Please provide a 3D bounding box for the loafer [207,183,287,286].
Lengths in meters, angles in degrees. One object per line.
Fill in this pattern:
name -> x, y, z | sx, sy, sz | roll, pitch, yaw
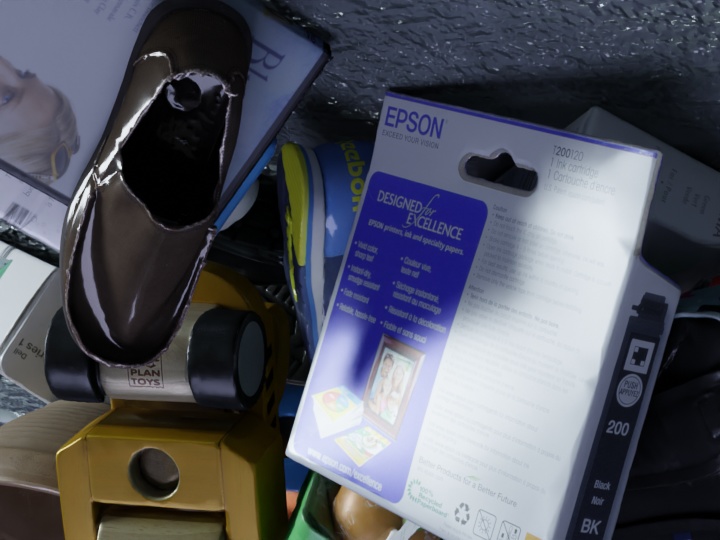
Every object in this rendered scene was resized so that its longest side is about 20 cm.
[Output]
loafer -> -0.120, -0.036, 1.066 | 0.200, 0.068, 0.070 | 19, 151, 1

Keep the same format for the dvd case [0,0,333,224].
dvd case -> -0.135, -0.103, 0.859 | 0.200, 0.143, 0.018 | 30, -160, -19

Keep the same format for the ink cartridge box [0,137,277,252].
ink cartridge box -> -0.157, -0.083, 0.916 | 0.200, 0.116, 0.067 | 31, -160, -19

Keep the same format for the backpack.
backpack -> 0.178, 0.094, 0.851 | 0.150, 0.178, 0.200 | -17, 176, -35

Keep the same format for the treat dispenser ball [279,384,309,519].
treat dispenser ball -> -0.041, 0.163, 1.280 | 0.201, 0.201, 0.201 | 20, 159, 8

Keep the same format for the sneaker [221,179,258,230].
sneaker -> -0.150, -0.083, 0.988 | 0.200, 0.076, 0.081 | 23, 149, -4

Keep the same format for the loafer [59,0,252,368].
loafer -> -0.104, -0.032, 0.847 | 0.073, 0.071, 0.200 | 11, 116, -10

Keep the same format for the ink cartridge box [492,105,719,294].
ink cartridge box -> 0.163, 0.001, 0.905 | 0.200, 0.050, 0.161 | 29, 158, -10

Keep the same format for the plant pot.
plant pot -> -0.184, 0.150, 1.183 | 0.201, 0.093, 0.201 | 12, 149, 7

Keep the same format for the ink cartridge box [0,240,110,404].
ink cartridge box -> -0.229, 0.049, 1.290 | 0.146, 0.084, 0.200 | 38, 169, -33

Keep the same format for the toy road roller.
toy road roller -> -0.098, 0.092, 1.049 | 0.123, 0.200, 0.146 | 2, -166, 17

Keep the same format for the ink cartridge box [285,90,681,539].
ink cartridge box -> 0.059, 0.026, 0.838 | 0.043, 0.200, 0.198 | 11, -174, -40

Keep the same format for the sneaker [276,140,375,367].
sneaker -> 0.000, 0.000, 0.990 | 0.082, 0.074, 0.200 | -13, 148, -9

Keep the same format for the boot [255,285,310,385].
boot -> -0.088, 0.033, 1.211 | 0.200, 0.078, 0.138 | 30, 166, 20

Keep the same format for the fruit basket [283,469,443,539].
fruit basket -> 0.039, 0.108, 0.978 | 0.094, 0.185, 0.200 | 41, 114, -10
